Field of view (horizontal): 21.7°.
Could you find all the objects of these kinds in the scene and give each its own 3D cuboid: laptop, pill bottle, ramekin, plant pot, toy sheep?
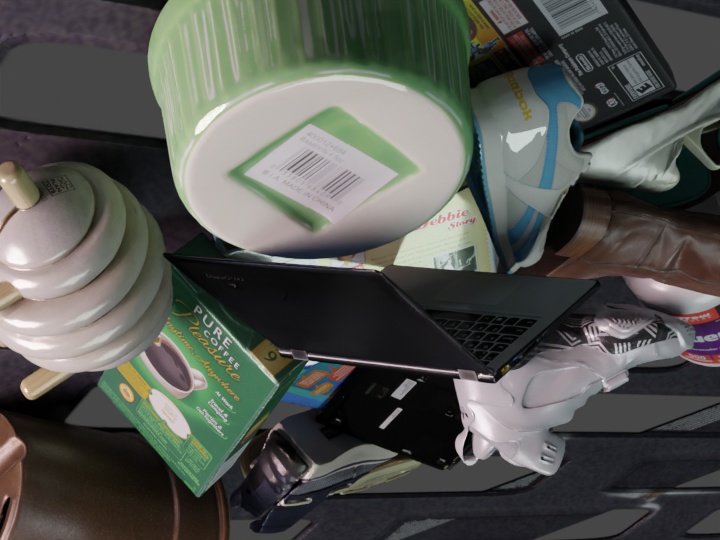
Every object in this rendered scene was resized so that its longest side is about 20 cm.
[{"bbox_3d":[0.091,0.075,1.543,0.198,0.104,0.177,22,136,-18],"label":"laptop"},{"bbox_3d":[0.271,-0.003,1.506,0.112,0.113,0.200,-26,152,12],"label":"pill bottle"},{"bbox_3d":[-0.025,-0.095,1.116,0.197,0.099,0.201,-6,145,-4],"label":"ramekin"},{"bbox_3d":[0.017,0.001,1.203,0.186,0.117,0.200,5,-150,41],"label":"laptop"},{"bbox_3d":[-0.241,0.205,1.472,0.200,0.202,0.197,-36,142,28],"label":"plant pot"},{"bbox_3d":[-0.188,-0.001,1.192,0.137,0.139,0.201,-21,147,2],"label":"toy sheep"}]

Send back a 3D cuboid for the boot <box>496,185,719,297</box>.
[{"bbox_3d":[0.215,0.001,1.378,0.198,0.065,0.186,9,161,-18],"label":"boot"}]

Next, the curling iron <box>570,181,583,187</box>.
[{"bbox_3d":[0.154,-0.103,1.347,0.049,0.026,0.201,-38,149,-11],"label":"curling iron"}]

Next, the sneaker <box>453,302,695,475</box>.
[{"bbox_3d":[0.159,0.088,1.428,0.198,0.116,0.075,-3,-170,-14],"label":"sneaker"}]

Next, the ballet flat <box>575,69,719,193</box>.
[{"bbox_3d":[0.224,-0.094,1.320,0.198,0.070,0.070,-27,154,-12],"label":"ballet flat"}]

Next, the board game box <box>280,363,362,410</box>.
[{"bbox_3d":[0.014,0.059,1.520,0.152,0.045,0.199,-37,148,27],"label":"board game box"}]

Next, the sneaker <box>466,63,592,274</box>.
[{"bbox_3d":[0.113,-0.063,1.250,0.080,0.077,0.200,-21,154,-3],"label":"sneaker"}]

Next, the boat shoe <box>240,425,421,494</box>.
[{"bbox_3d":[-0.019,0.170,1.674,0.198,0.073,0.065,-10,151,-29],"label":"boat shoe"}]

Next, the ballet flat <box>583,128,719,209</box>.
[{"bbox_3d":[0.251,-0.088,1.391,0.198,0.074,0.073,-21,153,-10],"label":"ballet flat"}]

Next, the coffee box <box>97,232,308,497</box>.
[{"bbox_3d":[-0.116,0.072,1.360,0.044,0.123,0.200,-37,169,-35],"label":"coffee box"}]

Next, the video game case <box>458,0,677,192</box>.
[{"bbox_3d":[0.092,-0.133,1.223,0.179,0.026,0.200,-25,148,17],"label":"video game case"}]

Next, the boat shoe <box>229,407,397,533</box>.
[{"bbox_3d":[-0.036,0.163,1.592,0.093,0.075,0.199,-52,158,23],"label":"boat shoe"}]

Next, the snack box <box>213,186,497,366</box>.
[{"bbox_3d":[0.000,0.000,1.365,0.198,0.037,0.117,-15,125,-8],"label":"snack box"}]
